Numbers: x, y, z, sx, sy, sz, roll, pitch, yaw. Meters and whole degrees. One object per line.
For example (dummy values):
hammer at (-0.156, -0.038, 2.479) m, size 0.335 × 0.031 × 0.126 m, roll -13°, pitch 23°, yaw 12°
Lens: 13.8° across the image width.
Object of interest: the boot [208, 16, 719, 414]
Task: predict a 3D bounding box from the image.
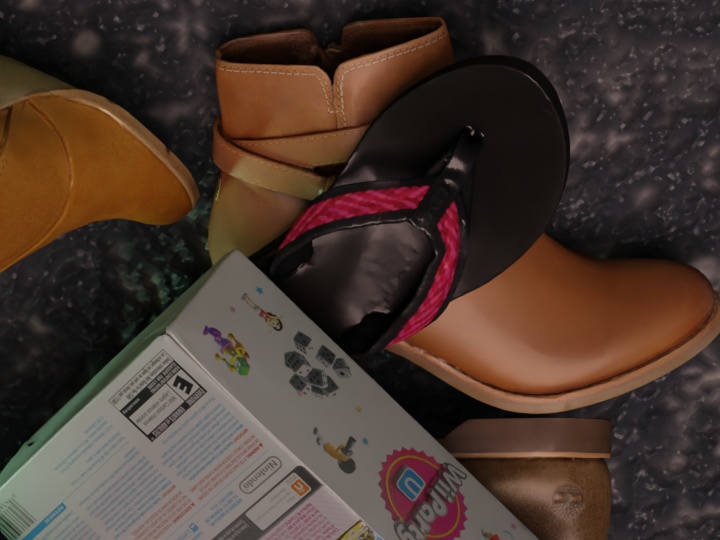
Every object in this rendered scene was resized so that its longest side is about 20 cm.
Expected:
boot at (0.040, -0.025, 1.145) m, size 0.199 × 0.074 × 0.155 m, roll -8°, pitch 114°, yaw -4°

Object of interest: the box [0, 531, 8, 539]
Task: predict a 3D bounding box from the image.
box at (-0.203, 0.132, 1.032) m, size 0.148 × 0.105 × 0.200 m, roll -23°, pitch 142°, yaw 6°

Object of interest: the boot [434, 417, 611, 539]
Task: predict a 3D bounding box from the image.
boot at (0.000, 0.098, 1.175) m, size 0.199 × 0.074 × 0.076 m, roll -2°, pitch 87°, yaw 9°

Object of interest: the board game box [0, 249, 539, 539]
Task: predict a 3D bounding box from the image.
board game box at (-0.029, 0.112, 1.121) m, size 0.200 × 0.064 × 0.147 m, roll 44°, pitch 129°, yaw -6°

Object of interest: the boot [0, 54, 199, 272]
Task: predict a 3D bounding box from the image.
boot at (-0.148, -0.011, 1.072) m, size 0.144 × 0.071 × 0.201 m, roll -62°, pitch 147°, yaw -5°

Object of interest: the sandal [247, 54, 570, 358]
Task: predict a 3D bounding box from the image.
sandal at (0.000, 0.000, 1.097) m, size 0.200 × 0.045 × 0.075 m, roll -40°, pitch 101°, yaw 22°
